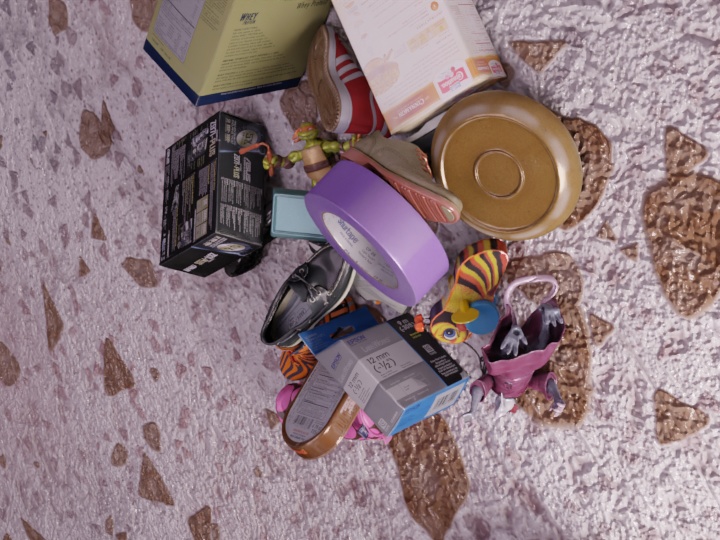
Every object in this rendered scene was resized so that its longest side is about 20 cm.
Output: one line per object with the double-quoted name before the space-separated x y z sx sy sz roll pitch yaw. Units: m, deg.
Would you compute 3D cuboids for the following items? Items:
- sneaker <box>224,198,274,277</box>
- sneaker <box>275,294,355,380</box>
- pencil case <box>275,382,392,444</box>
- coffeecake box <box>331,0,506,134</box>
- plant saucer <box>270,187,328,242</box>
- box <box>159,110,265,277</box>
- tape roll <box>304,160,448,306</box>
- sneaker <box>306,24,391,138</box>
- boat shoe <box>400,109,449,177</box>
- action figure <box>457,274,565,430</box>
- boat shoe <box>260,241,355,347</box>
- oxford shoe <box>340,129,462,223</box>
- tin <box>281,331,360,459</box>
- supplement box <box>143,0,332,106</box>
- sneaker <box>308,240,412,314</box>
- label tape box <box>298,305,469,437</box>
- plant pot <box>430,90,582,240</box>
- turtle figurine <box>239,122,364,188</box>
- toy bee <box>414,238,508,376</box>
"sneaker" -0.169 -0.067 1.888 0.200 0.075 0.080 -44 70 43
"sneaker" -0.096 0.106 1.845 0.078 0.112 0.200 51 133 19
"pencil case" -0.037 0.213 1.847 0.199 0.091 0.094 -4 117 47
"coffeecake box" 0.071 -0.297 1.559 0.153 0.073 0.201 -28 83 37
"plant saucer" -0.033 -0.072 1.720 0.198 0.019 0.071 6 98 14
"box" -0.224 -0.113 1.861 0.163 0.086 0.202 -26 57 46
"tape roll" 0.020 -0.047 1.585 0.200 0.066 0.200 43 166 13
"sneaker" -0.005 -0.253 1.678 0.071 0.112 0.201 121 147 -41
"boat shoe" 0.081 -0.147 1.612 0.200 0.075 0.061 -32 75 46
"action figure" 0.188 0.119 1.576 0.201 0.133 0.150 96 172 -56
"boat shoe" -0.078 0.033 1.715 0.199 0.066 0.075 -47 70 29
"oxford shoe" 0.061 -0.124 1.534 0.199 0.074 0.071 34 164 36
"tin" -0.040 0.176 1.772 0.112 0.201 0.042 10 153 47
"supplement box" -0.161 -0.357 1.690 0.134 0.199 0.201 46 132 22
"sneaker" 0.000 0.000 1.746 0.199 0.074 0.080 28 127 35
"label tape box" 0.032 0.119 1.700 0.200 0.143 0.066 48 132 22
"plant pot" 0.174 -0.122 1.515 0.199 0.027 0.202 14 123 22
"turtle figurine" -0.065 -0.143 1.758 0.198 0.064 0.163 -13 103 20
"toy bee" 0.127 0.054 1.596 0.108 0.131 0.202 6 96 -3
